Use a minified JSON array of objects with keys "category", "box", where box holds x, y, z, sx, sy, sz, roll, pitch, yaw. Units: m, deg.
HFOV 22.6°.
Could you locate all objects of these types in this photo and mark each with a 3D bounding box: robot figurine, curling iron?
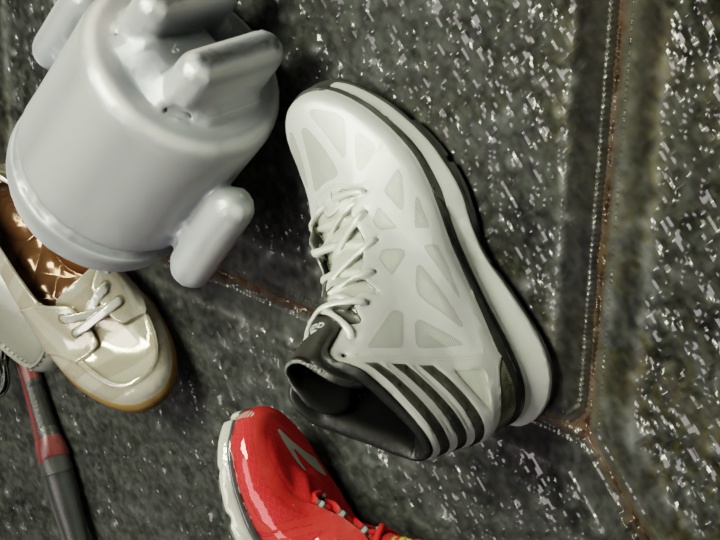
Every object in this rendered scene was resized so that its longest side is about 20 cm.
[{"category":"robot figurine","box":[-0.118,-0.074,0.958,0.170,0.113,0.200,59,138,13]},{"category":"curling iron","box":[-0.213,0.126,1.202,0.049,0.026,0.200,-23,93,12]}]

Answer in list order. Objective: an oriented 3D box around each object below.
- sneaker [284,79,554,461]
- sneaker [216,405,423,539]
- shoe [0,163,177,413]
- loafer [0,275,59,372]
[{"category":"sneaker","box":[0.000,0.000,0.860,0.201,0.115,0.076,57,137,14]},{"category":"sneaker","box":[-0.001,0.153,0.969,0.085,0.077,0.200,-34,87,37]},{"category":"shoe","box":[-0.182,0.006,1.084,0.070,0.053,0.200,-42,65,0]},{"category":"loafer","box":[-0.258,-0.006,1.161,0.200,0.070,0.070,42,117,26]}]
